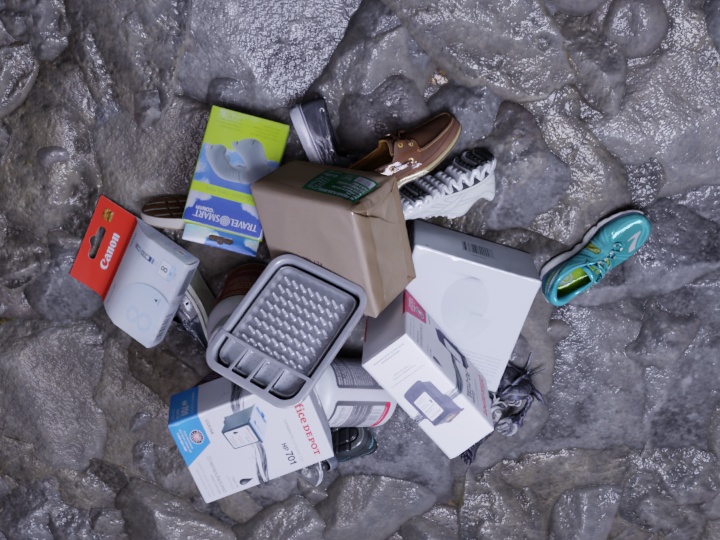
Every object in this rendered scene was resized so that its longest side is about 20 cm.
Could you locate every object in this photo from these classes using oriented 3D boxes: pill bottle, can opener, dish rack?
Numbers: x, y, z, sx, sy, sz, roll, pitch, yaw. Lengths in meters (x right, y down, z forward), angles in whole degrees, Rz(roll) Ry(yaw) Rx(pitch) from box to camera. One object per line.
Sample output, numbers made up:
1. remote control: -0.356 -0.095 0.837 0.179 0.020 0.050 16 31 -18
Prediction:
1. pill bottle: -0.175 0.074 1.351 0.112 0.200 0.113 1 113 2
2. can opener: -0.121 0.295 1.481 0.200 0.067 0.054 25 121 41
3. pill bottle: -0.046 0.193 1.396 0.200 0.111 0.111 8 119 -41
4. dish rack: -0.097 0.086 1.207 0.171 0.200 0.044 24 160 29

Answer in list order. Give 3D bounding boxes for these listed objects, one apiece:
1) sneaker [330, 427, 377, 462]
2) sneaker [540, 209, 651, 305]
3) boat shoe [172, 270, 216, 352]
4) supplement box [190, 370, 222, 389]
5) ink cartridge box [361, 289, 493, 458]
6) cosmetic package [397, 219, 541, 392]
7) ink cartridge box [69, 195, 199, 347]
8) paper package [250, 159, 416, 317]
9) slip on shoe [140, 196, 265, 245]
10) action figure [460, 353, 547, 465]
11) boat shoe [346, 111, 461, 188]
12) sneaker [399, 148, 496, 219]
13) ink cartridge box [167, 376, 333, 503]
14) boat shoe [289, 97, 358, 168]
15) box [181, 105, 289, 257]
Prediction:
1. sneaker: -0.064 0.310 1.514 0.199 0.076 0.079 -12 150 26
2. sneaker: 0.367 -0.012 1.353 0.200 0.080 0.078 -41 105 17
3. boat shoe: -0.268 0.073 1.427 0.062 0.075 0.200 -22 105 17
4. supplement box: -0.180 0.198 1.400 0.085 0.200 0.111 -1 118 41
5. ink cartridge box: 0.098 0.149 1.268 0.084 0.145 0.200 -37 107 17
6. cosmetic package: 0.147 0.054 1.369 0.199 0.123 0.201 17 111 -4
7. ink cartridge box: -0.369 0.001 1.380 0.200 0.047 0.160 33 112 10
8. paper package: -0.039 -0.050 1.258 0.200 0.103 0.191 16 134 37
9. slip on shoe: -0.241 -0.073 1.367 0.199 0.076 0.061 0 125 -4
10. action figure: 0.220 0.221 1.449 0.200 0.102 0.119 -37 77 -22
11. boat shoe: 0.059 -0.169 1.282 0.200 0.072 0.068 -37 126 -1
12. sneaker: 0.118 -0.107 1.310 0.199 0.075 0.081 -24 127 -10
13. ink cartridge box: -0.155 0.223 1.260 0.199 0.086 0.147 -20 113 1
14. boat shoe: -0.036 -0.166 1.320 0.066 0.070 0.200 -22 103 12
15. box: -0.187 -0.132 1.305 0.122 0.048 0.201 14 86 -3
